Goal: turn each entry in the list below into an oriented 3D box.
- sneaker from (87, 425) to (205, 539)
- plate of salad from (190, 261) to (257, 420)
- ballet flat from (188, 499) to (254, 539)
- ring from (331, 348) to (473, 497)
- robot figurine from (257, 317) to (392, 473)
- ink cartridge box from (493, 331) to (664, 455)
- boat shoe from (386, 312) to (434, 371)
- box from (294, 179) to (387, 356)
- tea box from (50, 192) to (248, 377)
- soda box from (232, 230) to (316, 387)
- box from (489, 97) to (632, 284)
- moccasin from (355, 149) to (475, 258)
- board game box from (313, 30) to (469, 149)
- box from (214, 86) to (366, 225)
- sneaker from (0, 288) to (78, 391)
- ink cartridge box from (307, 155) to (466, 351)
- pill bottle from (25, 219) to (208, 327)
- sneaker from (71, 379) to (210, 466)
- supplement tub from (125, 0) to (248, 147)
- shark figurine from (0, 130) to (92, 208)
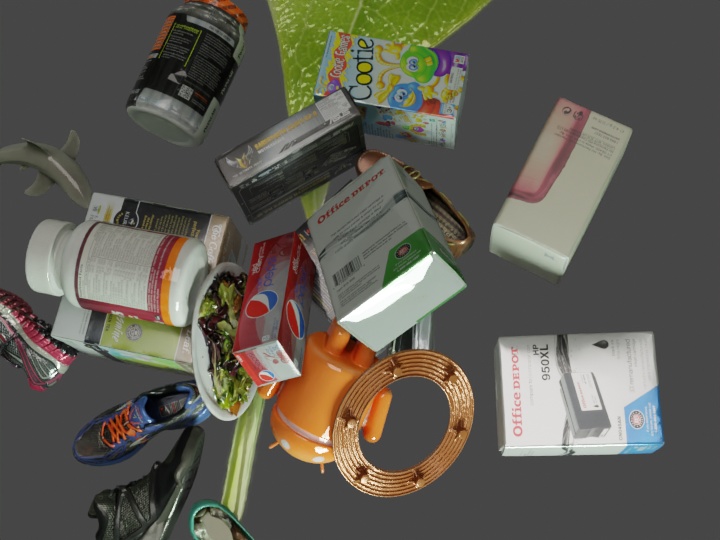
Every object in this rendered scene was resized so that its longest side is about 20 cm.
[{"bbox_3d":[-0.280,0.281,1.278,0.114,0.076,0.201,25,83,5],"label":"sneaker"},{"bbox_3d":[-0.158,0.090,1.260,0.048,0.200,0.202,-2,73,21],"label":"plate of salad"},{"bbox_3d":[-0.148,0.368,1.245,0.200,0.070,0.067,42,81,14],"label":"ballet flat"},{"bbox_3d":[0.058,0.194,1.235,0.199,0.019,0.202,-9,112,-22],"label":"ring"},{"bbox_3d":[-0.041,0.159,1.256,0.117,0.143,0.201,40,110,42],"label":"robot figurine"},{"bbox_3d":[0.274,0.159,1.263,0.198,0.084,0.146,-3,73,4],"label":"ink cartridge box"},{"bbox_3d":[0.059,0.032,1.272,0.070,0.072,0.202,-1,72,8],"label":"boat shoe"},{"bbox_3d":[0.000,0.000,1.350,0.158,0.050,0.200,-43,75,-8],"label":"box"},{"bbox_3d":[-0.274,0.024,1.322,0.195,0.134,0.202,11,76,9],"label":"tea box"},{"bbox_3d":[-0.105,0.044,1.237,0.063,0.070,0.201,-17,38,18],"label":"soda box"},{"bbox_3d":[0.264,-0.104,1.318,0.108,0.128,0.201,27,77,12],"label":"box"},{"bbox_3d":[0.072,-0.096,1.357,0.074,0.078,0.202,-41,75,-7],"label":"moccasin"},{"bbox_3d":[0.045,-0.253,1.391,0.198,0.105,0.104,11,74,7],"label":"board game box"},{"bbox_3d":[-0.089,-0.152,1.345,0.199,0.158,0.049,-30,75,-4],"label":"box"},{"bbox_3d":[-0.482,0.082,1.352,0.200,0.081,0.075,37,92,18],"label":"sneaker"},{"bbox_3d":[0.027,-0.025,1.222,0.146,0.083,0.201,-37,41,16],"label":"ink cartridge box"},{"bbox_3d":[-0.294,-0.001,1.204,0.198,0.110,0.110,10,75,8],"label":"pill bottle"},{"bbox_3d":[-0.291,0.193,1.303,0.199,0.078,0.076,-28,73,-4],"label":"sneaker"},{"bbox_3d":[-0.243,-0.289,1.416,0.122,0.123,0.201,20,77,10],"label":"supplement tub"},{"bbox_3d":[-0.488,-0.161,1.419,0.212,0.090,0.129,3,73,4],"label":"shark figurine"}]
